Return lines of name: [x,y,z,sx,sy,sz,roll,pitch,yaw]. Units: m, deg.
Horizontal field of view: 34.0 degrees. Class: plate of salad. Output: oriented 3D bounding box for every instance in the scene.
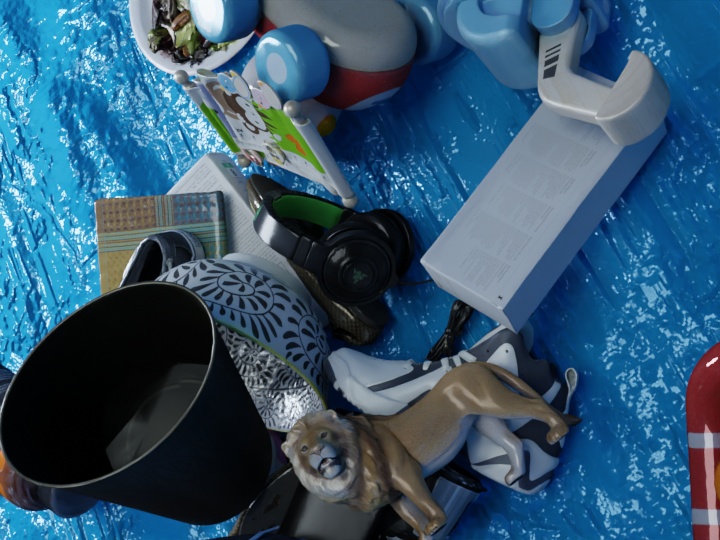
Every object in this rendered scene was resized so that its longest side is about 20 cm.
plate of salad: [-0.166,-0.295,1.182,0.200,0.048,0.200,-5,80,32]

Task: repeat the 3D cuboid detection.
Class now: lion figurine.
lion figurine: [0.052,0.118,0.856,0.200,0.072,0.123,-30,69,-20]

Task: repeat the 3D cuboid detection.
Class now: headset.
headset: [0.000,0.000,0.991,0.200,0.124,0.094,26,110,9]

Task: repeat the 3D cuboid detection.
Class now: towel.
towel: [-0.183,0.028,1.114,0.147,0.022,0.200,-2,93,24]

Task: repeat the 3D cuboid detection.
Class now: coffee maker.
coffee maker: [-0.027,0.211,0.928,0.200,0.192,0.135,-65,15,-4]

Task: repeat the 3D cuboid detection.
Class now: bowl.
bowl: [-0.101,0.047,1.007,0.201,0.201,0.094,6,56,34]

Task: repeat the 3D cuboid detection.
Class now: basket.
basket: [-0.154,0.121,0.927,0.180,0.200,0.136,-39,60,-3]

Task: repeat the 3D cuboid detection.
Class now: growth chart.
growth chart: [-0.082,-0.117,0.993,0.018,0.145,0.200,-50,40,-13]

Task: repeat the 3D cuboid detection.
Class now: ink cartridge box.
ink cartridge box: [-0.131,0.013,1.125,0.161,0.050,0.200,-42,81,22]

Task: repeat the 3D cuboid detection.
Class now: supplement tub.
supplement tub: [-0.344,0.174,1.195,0.200,0.107,0.107,26,98,34]

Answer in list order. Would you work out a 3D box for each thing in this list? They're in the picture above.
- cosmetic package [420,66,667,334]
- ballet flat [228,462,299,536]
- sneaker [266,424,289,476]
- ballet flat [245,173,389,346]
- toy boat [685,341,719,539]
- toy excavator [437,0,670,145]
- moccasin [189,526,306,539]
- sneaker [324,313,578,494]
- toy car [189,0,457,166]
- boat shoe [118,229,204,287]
cosmetic package: [0.142,-0.056,0.898,0.083,0.051,0.200,32,79,35]
ballet flat: [-0.088,0.238,1.039,0.200,0.067,0.046,-58,16,15]
sneaker: [-0.168,0.166,1.084,0.200,0.086,0.080,-9,84,33]
ballet flat: [-0.047,-0.009,1.053,0.200,0.067,0.046,51,119,23]
toy boat: [0.271,0.136,0.772,0.130,0.131,0.200,-7,79,33]
toy excavator: [0.142,-0.174,0.889,0.194,0.100,0.200,-7,60,35]
moccasin: [-0.122,0.237,0.865,0.200,0.068,0.081,-14,72,17]
sneaker: [0.080,0.076,0.931,0.199,0.079,0.130,26,90,21]
toy car: [-0.044,-0.164,1.037,0.177,0.184,0.200,44,138,27]
boat shoe: [-0.204,0.057,1.076,0.072,0.068,0.200,30,105,19]
